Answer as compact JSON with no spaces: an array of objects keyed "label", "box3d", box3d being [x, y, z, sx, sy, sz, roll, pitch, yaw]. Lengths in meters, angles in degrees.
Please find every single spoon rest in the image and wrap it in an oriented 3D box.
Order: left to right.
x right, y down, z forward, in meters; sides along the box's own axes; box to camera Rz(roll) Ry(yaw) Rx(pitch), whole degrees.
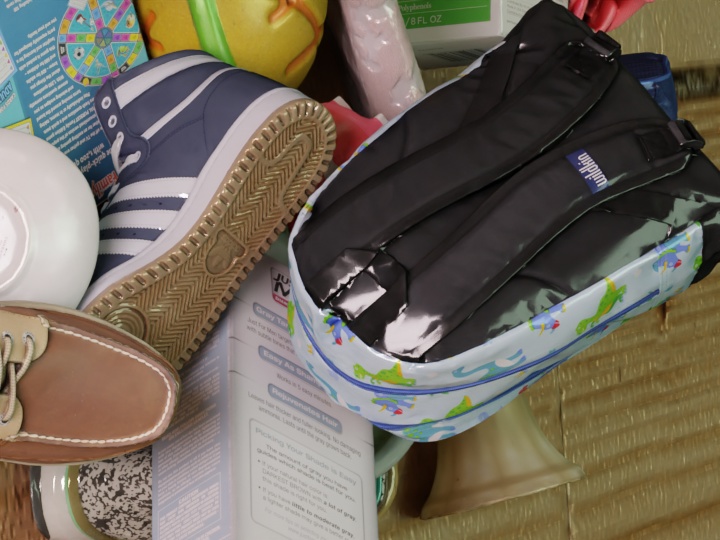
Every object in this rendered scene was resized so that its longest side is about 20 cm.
[{"label":"spoon rest","box3d":[-0.186,0.032,1.343,0.061,0.099,0.201,42,69,-82]}]

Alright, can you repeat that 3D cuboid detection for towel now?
[{"label":"towel","box3d":[0.004,-0.122,1.617,0.191,0.032,0.201,-118,-172,-62]}]

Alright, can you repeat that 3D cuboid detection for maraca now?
[{"label":"maraca","box3d":[-0.067,-0.129,1.516,0.137,0.106,0.201,-27,104,-76]}]

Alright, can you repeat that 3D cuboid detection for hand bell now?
[{"label":"hand bell","box3d":[0.060,0.041,1.773,0.104,0.104,0.201,-10,84,-58]}]

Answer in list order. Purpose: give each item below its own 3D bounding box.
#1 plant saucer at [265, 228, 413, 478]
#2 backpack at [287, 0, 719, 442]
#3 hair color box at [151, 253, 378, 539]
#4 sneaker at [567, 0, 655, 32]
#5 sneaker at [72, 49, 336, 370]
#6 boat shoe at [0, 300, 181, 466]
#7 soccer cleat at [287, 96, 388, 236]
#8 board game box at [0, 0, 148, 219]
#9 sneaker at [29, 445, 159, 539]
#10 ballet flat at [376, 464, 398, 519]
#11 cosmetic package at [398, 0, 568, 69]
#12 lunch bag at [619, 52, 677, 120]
[{"label":"plant saucer","box3d":[-0.044,0.025,1.580,0.200,0.050,0.201,19,62,-39]},{"label":"backpack","box3d":[0.057,-0.009,1.418,0.200,0.163,0.154,-32,160,-32]},{"label":"hair color box","box3d":[-0.047,0.091,1.432,0.099,0.061,0.201,30,42,-35]},{"label":"sneaker","box3d":[0.127,-0.180,1.789,0.073,0.200,0.087,15,74,-23]},{"label":"sneaker","box3d":[-0.109,-0.020,1.411,0.200,0.108,0.070,-49,139,-8]},{"label":"boat shoe","box3d":[-0.174,0.045,1.273,0.072,0.199,0.076,-164,-96,-77]},{"label":"soccer cleat","box3d":[0.000,0.000,1.528,0.076,0.067,0.201,-43,136,-24]},{"label":"board game box","box3d":[-0.163,-0.089,1.423,0.151,0.047,0.201,-40,122,-52]},{"label":"sneaker","box3d":[-0.082,0.122,1.504,0.200,0.088,0.077,16,75,-57]},{"label":"ballet flat","box3d":[-0.009,0.047,1.673,0.063,0.068,0.201,35,57,-86]},{"label":"cosmetic package","box3d":[0.063,-0.227,1.745,0.085,0.107,0.201,10,78,-56]},{"label":"lunch bag","box3d":[0.131,-0.055,1.793,0.200,0.135,0.133,-56,139,-79]}]
